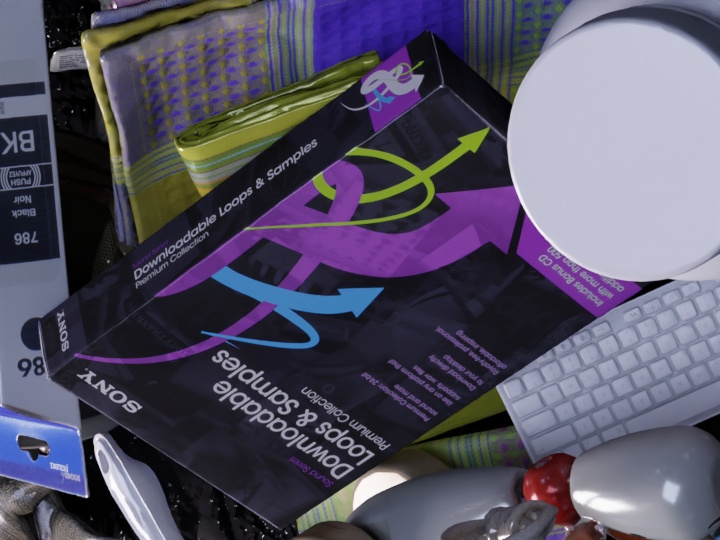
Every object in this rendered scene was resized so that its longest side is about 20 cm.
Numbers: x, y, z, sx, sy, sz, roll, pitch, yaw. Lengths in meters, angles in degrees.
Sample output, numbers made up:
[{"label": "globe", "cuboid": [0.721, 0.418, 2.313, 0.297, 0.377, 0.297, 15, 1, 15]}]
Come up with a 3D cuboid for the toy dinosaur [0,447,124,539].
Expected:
[{"label": "toy dinosaur", "cuboid": [-0.172, 0.101, 1.278, 0.199, 0.077, 0.103, 13, 128, 8]}]

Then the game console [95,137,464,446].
[{"label": "game console", "cuboid": [-0.037, 0.014, 1.208, 0.199, 0.031, 0.178, 26, 112, 17]}]

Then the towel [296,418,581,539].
[{"label": "towel", "cuboid": [0.054, 0.164, 1.196, 0.143, 0.023, 0.201, -13, 104, 27]}]

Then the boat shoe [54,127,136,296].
[{"label": "boat shoe", "cuboid": [-0.087, -0.001, 1.172, 0.199, 0.074, 0.076, 17, 112, 21]}]

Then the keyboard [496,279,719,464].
[{"label": "keyboard", "cuboid": [0.151, 0.023, 1.111, 0.199, 0.011, 0.057, -25, 90, 14]}]

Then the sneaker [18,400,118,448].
[{"label": "sneaker", "cuboid": [-0.188, 0.012, 1.192, 0.199, 0.075, 0.107, 8, 102, -18]}]

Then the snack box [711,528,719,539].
[{"label": "snack box", "cuboid": [0.155, 0.117, 1.050, 0.116, 0.200, 0.037, -36, 89, 26]}]

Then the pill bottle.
[{"label": "pill bottle", "cuboid": [0.129, -0.062, 1.018, 0.119, 0.200, 0.120, 6, 105, 22]}]

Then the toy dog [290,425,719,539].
[{"label": "toy dog", "cuboid": [0.059, 0.122, 1.089, 0.200, 0.132, 0.097, -5, 111, 58]}]

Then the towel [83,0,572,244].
[{"label": "towel", "cuboid": [-0.006, -0.070, 1.078, 0.199, 0.023, 0.144, -11, 143, -9]}]

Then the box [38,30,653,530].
[{"label": "box", "cuboid": [-0.004, 0.011, 1.072, 0.200, 0.036, 0.143, -35, 131, 23]}]

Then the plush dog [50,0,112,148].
[{"label": "plush dog", "cuboid": [-0.061, -0.160, 1.117, 0.199, 0.160, 0.172, -30, 54, 18]}]

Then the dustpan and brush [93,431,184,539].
[{"label": "dustpan and brush", "cuboid": [-0.053, 0.152, 1.205, 0.139, 0.057, 0.201, -25, 89, 57]}]

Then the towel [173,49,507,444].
[{"label": "towel", "cuboid": [0.000, 0.000, 1.100, 0.086, 0.018, 0.200, -19, 135, 7]}]

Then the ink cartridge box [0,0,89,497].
[{"label": "ink cartridge box", "cuboid": [-0.153, -0.009, 1.119, 0.099, 0.039, 0.201, 2, 99, 59]}]
